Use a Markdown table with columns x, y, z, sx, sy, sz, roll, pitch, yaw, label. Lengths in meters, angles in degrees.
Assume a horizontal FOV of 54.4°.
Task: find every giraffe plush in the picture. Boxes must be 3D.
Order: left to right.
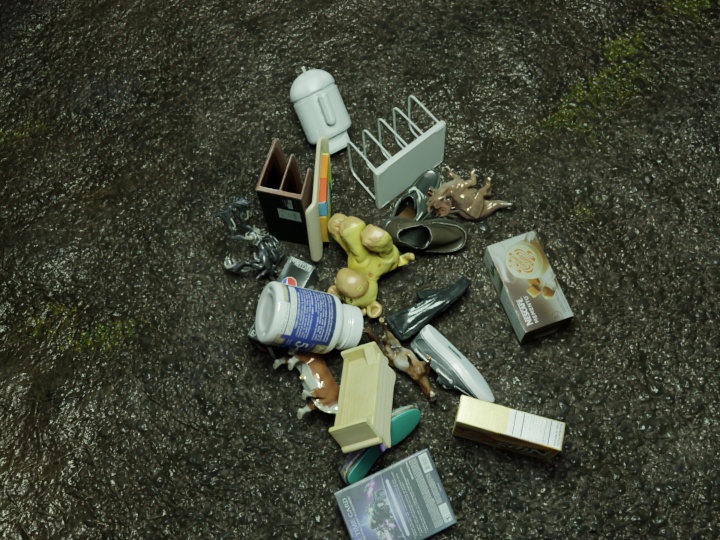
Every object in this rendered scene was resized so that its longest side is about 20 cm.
| x | y | z | sx | sy | sz | roll | pitch | yaw | label |
| --- | --- | --- | --- | --- | --- | --- | --- | --- | --- |
| 0.000 | 0.000 | 1.466 | 0.171 | 0.198 | 0.165 | 19 | 79 | 52 | giraffe plush |

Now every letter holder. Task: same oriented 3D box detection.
| x | y | z | sx | sy | sz | roll | pitch | yaw | label |
| --- | --- | --- | --- | --- | --- | --- | --- | --- | --- |
| -0.144 | -0.171 | 1.512 | 0.098 | 0.201 | 0.146 | 11 | 66 | 8 | letter holder |

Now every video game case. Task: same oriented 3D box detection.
| x | y | z | sx | sy | sz | roll | pitch | yaw | label |
| --- | --- | --- | --- | --- | --- | --- | --- | --- | --- |
| 0.065 | 0.442 | 1.308 | 0.195 | 0.019 | 0.146 | -23 | 83 | -7 | video game case |

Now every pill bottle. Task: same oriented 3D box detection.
| x | y | z | sx | sy | sz | roll | pitch | yaw | label |
| --- | --- | --- | --- | --- | --- | --- | --- | --- | --- |
| -0.099 | 0.099 | 1.386 | 0.195 | 0.119 | 0.123 | 13 | 62 | -27 | pill bottle |

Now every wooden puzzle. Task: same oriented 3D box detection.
| x | y | z | sx | sy | sz | roll | pitch | yaw | label |
| --- | --- | --- | --- | --- | --- | --- | --- | --- | --- |
| -0.081 | -0.151 | 1.495 | 0.036 | 0.187 | 0.205 | 5 | 57 | 4 | wooden puzzle |

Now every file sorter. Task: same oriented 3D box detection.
| x | y | z | sx | sy | sz | roll | pitch | yaw | label |
| --- | --- | --- | --- | --- | --- | --- | --- | --- | --- |
| 0.078 | -0.270 | 1.581 | 0.198 | 0.140 | 0.125 | -37 | 66 | -13 | file sorter |

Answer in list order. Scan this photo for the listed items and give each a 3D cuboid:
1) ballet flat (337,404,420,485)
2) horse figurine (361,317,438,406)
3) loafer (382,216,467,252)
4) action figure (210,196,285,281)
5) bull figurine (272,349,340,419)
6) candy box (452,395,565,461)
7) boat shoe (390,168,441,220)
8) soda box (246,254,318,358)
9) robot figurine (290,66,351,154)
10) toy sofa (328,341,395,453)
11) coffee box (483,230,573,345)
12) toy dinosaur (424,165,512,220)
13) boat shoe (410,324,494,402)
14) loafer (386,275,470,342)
| x | y | z | sx | sy | sz | roll | pitch | yaw | label |
| --- | --- | --- | --- | --- | --- | --- | --- | --- | --- |
| 0.029 | 0.323 | 1.360 | 0.199 | 0.072 | 0.072 | -42 | 70 | -14 | ballet flat |
| 0.083 | 0.172 | 1.403 | 0.198 | 0.134 | 0.050 | 34 | 68 | 29 | horse figurine |
| 0.144 | -0.068 | 1.493 | 0.194 | 0.075 | 0.071 | 1 | 20 | -18 | loafer |
| -0.237 | -0.053 | 1.520 | 0.119 | 0.100 | 0.203 | -44 | 111 | -45 | action figure |
| -0.087 | 0.230 | 1.392 | 0.120 | 0.066 | 0.202 | 0 | 45 | -47 | bull figurine |
| 0.276 | 0.300 | 1.328 | 0.194 | 0.116 | 0.057 | 13 | 67 | 9 | candy box |
| 0.124 | -0.152 | 1.565 | 0.071 | 0.068 | 0.202 | 30 | 69 | 15 | boat shoe |
| -0.161 | 0.075 | 1.474 | 0.062 | 0.071 | 0.203 | 22 | 69 | 13 | soda box |
| -0.092 | -0.372 | 1.617 | 0.111 | 0.169 | 0.204 | -28 | 105 | -13 | robot figurine |
| 0.007 | 0.246 | 1.330 | 0.081 | 0.098 | 0.203 | -19 | 36 | 22 | toy sofa |
| 0.346 | 0.036 | 1.461 | 0.111 | 0.080 | 0.204 | -17 | 66 | -5 | coffee box |
| 0.230 | -0.151 | 1.553 | 0.196 | 0.086 | 0.139 | 23 | 78 | -9 | toy dinosaur |
| 0.182 | 0.204 | 1.406 | 0.200 | 0.072 | 0.068 | 45 | 108 | 5 | boat shoe |
| 0.142 | 0.068 | 1.463 | 0.198 | 0.068 | 0.071 | -36 | 78 | -9 | loafer |
